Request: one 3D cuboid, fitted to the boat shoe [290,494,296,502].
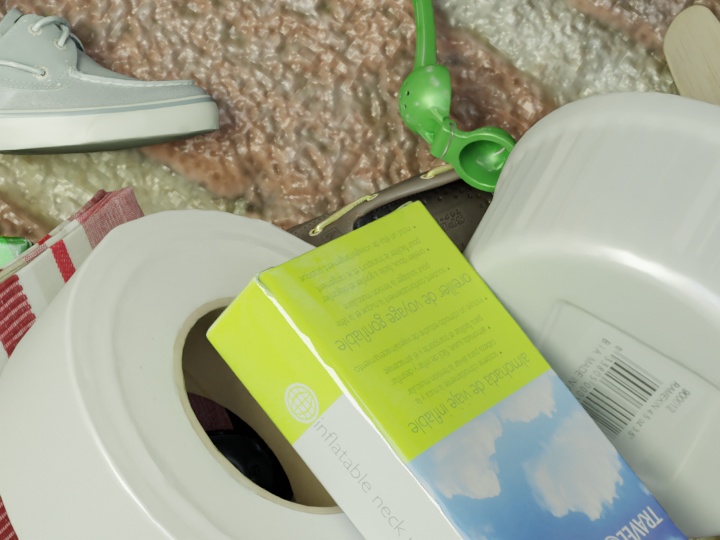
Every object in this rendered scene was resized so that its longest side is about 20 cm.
[{"bbox_3d":[0.008,0.122,0.932,0.200,0.072,0.063,-46,138,-38],"label":"boat shoe"}]

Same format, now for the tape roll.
[{"bbox_3d":[-0.049,0.074,0.811,0.202,0.203,0.071,41,126,-5],"label":"tape roll"}]

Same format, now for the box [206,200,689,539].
[{"bbox_3d":[0.042,0.073,0.800,0.200,0.048,0.122,51,37,10],"label":"box"}]

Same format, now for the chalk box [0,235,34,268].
[{"bbox_3d":[-0.219,0.084,0.911,0.123,0.124,0.202,3,86,-9],"label":"chalk box"}]

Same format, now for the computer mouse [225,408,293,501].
[{"bbox_3d":[-0.050,0.108,0.970,0.199,0.053,0.139,31,61,-4],"label":"computer mouse"}]

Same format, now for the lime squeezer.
[{"bbox_3d":[0.061,-0.069,0.965,0.200,0.070,0.038,50,124,24],"label":"lime squeezer"}]

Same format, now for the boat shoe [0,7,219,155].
[{"bbox_3d":[-0.169,-0.094,0.956,0.199,0.070,0.072,-1,91,-6],"label":"boat shoe"}]

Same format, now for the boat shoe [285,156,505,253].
[{"bbox_3d":[0.000,0.000,0.963,0.199,0.059,0.072,-28,88,-22],"label":"boat shoe"}]

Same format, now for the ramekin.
[{"bbox_3d":[0.132,0.028,0.885,0.200,0.200,0.098,42,51,-4],"label":"ramekin"}]

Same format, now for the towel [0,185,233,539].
[{"bbox_3d":[-0.145,0.073,0.854,0.200,0.023,0.145,-41,122,-38],"label":"towel"}]

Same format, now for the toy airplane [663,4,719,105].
[{"bbox_3d":[0.225,-0.028,0.986,0.141,0.198,0.201,8,94,-49],"label":"toy airplane"}]

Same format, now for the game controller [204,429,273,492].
[{"bbox_3d":[-0.103,0.166,0.890,0.104,0.042,0.201,4,111,-39],"label":"game controller"}]
